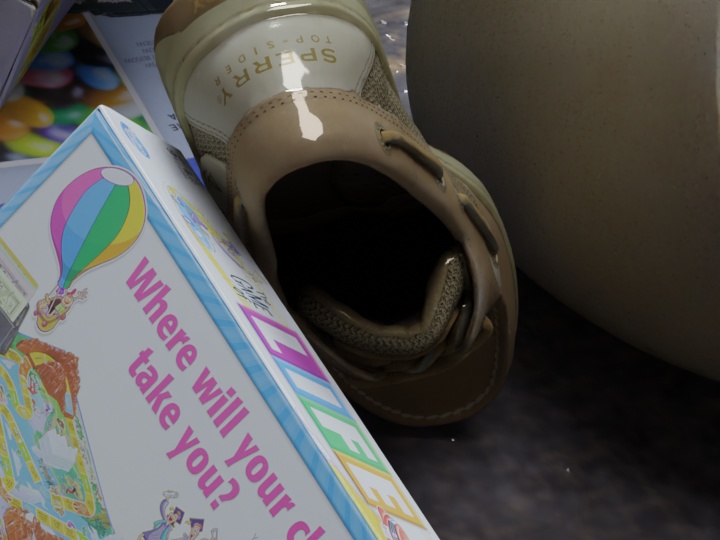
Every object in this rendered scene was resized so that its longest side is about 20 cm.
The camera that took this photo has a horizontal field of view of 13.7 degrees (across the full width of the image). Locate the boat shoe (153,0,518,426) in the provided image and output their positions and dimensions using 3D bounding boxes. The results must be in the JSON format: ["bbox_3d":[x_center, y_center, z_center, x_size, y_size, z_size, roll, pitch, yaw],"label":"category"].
[{"bbox_3d":[0.000,0.000,0.768,0.071,0.200,0.065,-25,58,7],"label":"boat shoe"}]

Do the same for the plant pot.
[{"bbox_3d":[0.093,-0.063,0.890,0.134,0.201,0.200,3,25,34],"label":"plant pot"}]

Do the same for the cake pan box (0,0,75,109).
[{"bbox_3d":[-0.158,-0.150,0.886,0.199,0.052,0.184,27,35,-4],"label":"cake pan box"}]

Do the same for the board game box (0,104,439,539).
[{"bbox_3d":[-0.052,0.077,0.670,0.034,0.134,0.200,29,21,-51],"label":"board game box"}]

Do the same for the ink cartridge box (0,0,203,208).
[{"bbox_3d":[-0.083,-0.042,0.879,0.119,0.042,0.200,-14,51,-36],"label":"ink cartridge box"}]
